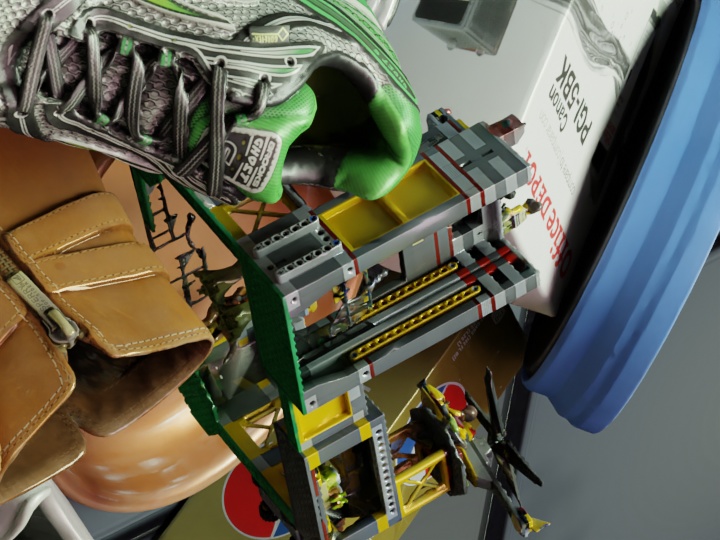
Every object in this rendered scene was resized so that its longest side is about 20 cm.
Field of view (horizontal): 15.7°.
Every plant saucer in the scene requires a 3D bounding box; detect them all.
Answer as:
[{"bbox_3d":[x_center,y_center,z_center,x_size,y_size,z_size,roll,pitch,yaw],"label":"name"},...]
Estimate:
[{"bbox_3d":[-0.068,-0.003,1.009,0.200,0.037,0.201,-36,140,-37],"label":"plant saucer"}]

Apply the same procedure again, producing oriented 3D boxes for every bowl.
[{"bbox_3d":[0.121,-0.030,1.101,0.201,0.039,0.201,-157,-90,-89],"label":"bowl"}]

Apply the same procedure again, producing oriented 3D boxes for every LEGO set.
[{"bbox_3d":[0.000,0.000,0.930,0.116,0.154,0.200,-28,130,-18],"label":"LEGO set"}]

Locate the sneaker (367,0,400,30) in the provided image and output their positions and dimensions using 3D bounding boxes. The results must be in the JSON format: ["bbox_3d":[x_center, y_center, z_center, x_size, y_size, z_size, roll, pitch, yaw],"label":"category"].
[{"bbox_3d":[-0.010,-0.171,0.941,0.086,0.075,0.201,23,79,-24],"label":"sneaker"}]

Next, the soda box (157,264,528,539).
[{"bbox_3d":[-0.012,0.085,1.130,0.200,0.064,0.068,-53,148,-14],"label":"soda box"}]

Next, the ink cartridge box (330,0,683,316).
[{"bbox_3d":[0.066,-0.101,1.033,0.201,0.083,0.147,-67,160,-14],"label":"ink cartridge box"}]

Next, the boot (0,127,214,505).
[{"bbox_3d":[-0.101,-0.029,0.820,0.200,0.155,0.077,-39,155,-32],"label":"boot"}]

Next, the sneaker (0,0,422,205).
[{"bbox_3d":[-0.058,-0.064,0.764,0.200,0.085,0.078,2,129,-41],"label":"sneaker"}]

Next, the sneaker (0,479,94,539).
[{"bbox_3d":[-0.121,0.127,0.982,0.075,0.088,0.200,-50,147,-22],"label":"sneaker"}]
